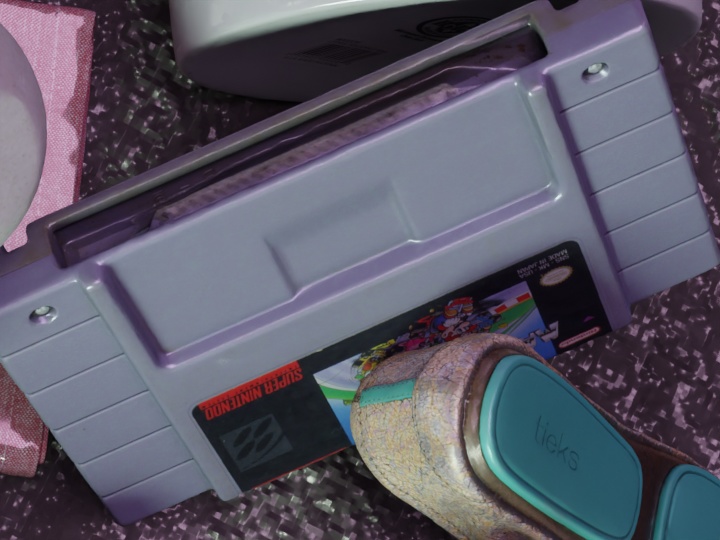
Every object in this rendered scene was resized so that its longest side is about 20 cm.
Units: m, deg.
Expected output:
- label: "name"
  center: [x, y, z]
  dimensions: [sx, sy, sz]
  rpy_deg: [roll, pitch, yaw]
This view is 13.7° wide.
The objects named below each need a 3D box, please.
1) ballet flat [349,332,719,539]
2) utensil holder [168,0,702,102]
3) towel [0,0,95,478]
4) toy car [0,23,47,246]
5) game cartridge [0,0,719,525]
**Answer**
- label: "ballet flat"
  center: [0.066, 0.077, 0.901]
  dimensions: [0.200, 0.067, 0.068]
  rpy_deg: [44, 54, -39]
- label: "utensil holder"
  center: [0.017, -0.162, 0.891]
  dimensions: [0.170, 0.170, 0.200]
  rpy_deg: [-3, 82, -15]
- label: "towel"
  center: [-0.184, -0.022, 0.889]
  dimensions: [0.200, 0.023, 0.144]
  rpy_deg: [9, 80, -11]
- label: "toy car"
  center: [-0.194, -0.020, 0.773]
  dimensions: [0.175, 0.150, 0.200]
  rpy_deg: [14, 77, 32]
- label: "game cartridge"
  center: [0.000, 0.000, 0.853]
  dimensions: [0.200, 0.130, 0.038]
  rpy_deg: [-24, 50, 2]
